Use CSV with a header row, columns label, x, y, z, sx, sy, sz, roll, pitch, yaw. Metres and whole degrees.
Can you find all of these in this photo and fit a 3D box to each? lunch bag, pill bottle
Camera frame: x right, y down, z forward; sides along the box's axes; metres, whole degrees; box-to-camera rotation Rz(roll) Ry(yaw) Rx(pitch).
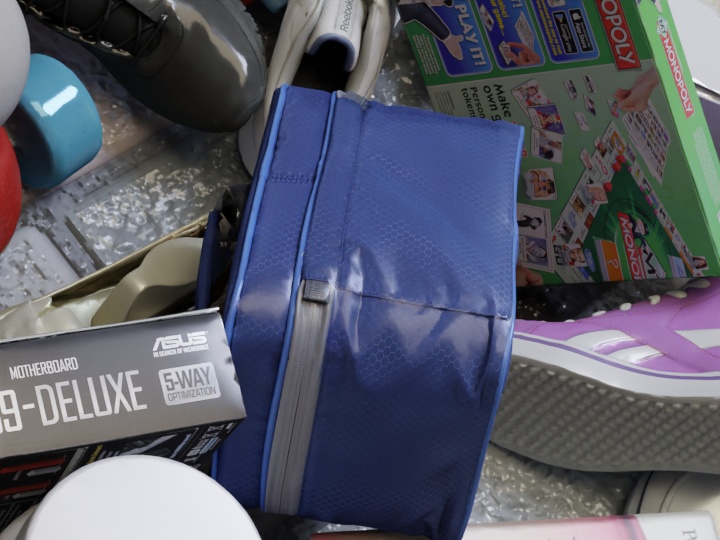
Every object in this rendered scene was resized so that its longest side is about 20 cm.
label,x,y,z,sx,sy,sz,roll,pitch,yaw
lunch bag,-0.006,0.010,0.978,0.132,0.136,0.200,10,38,-2
pill bottle,-0.109,0.155,0.900,0.113,0.200,0.114,9,60,-16

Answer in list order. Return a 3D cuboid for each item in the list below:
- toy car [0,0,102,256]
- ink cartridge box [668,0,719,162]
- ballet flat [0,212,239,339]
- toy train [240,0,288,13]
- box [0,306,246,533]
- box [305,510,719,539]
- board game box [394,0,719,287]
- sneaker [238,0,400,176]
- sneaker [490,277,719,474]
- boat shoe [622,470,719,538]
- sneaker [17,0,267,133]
label,x,y,z,sx,sy,sz,roll,pitch,yaw
toy car,-0.212,-0.098,1.000,0.177,0.200,0.184,47,57,8
ink cartridge box,0.163,-0.135,1.200,0.083,0.145,0.200,23,58,-9
ballet flat,-0.126,0.027,1.046,0.200,0.069,0.070,-29,76,-31
toy train,0.009,-0.147,1.206,0.200,0.056,0.150,44,82,-6
box,-0.152,0.083,0.924,0.157,0.200,0.050,-8,71,-24
box,0.064,0.187,1.004,0.199,0.109,0.128,-1,63,-21
board game box,0.097,-0.085,1.097,0.029,0.134,0.200,-45,122,-45
sneaker,-0.004,-0.136,1.131,0.074,0.087,0.201,14,84,-7
sneaker,0.140,0.040,1.121,0.200,0.073,0.114,8,45,12
boat shoe,0.205,0.088,1.138,0.074,0.067,0.200,45,57,7
sneaker,-0.133,-0.136,1.112,0.200,0.076,0.091,41,21,12
